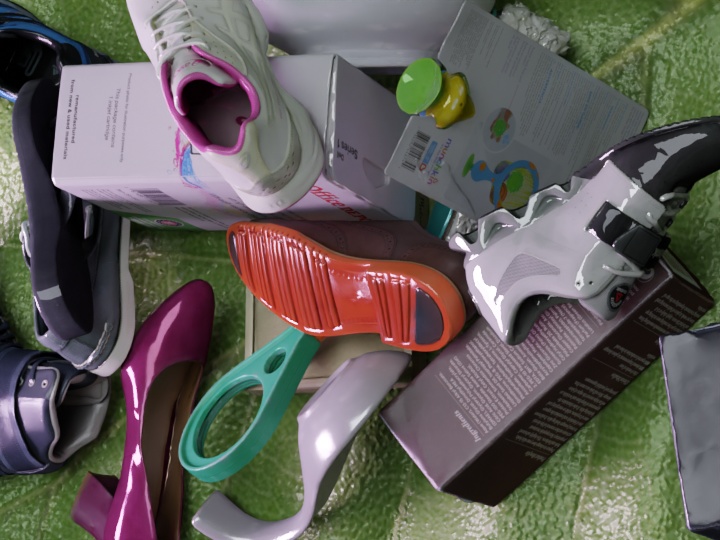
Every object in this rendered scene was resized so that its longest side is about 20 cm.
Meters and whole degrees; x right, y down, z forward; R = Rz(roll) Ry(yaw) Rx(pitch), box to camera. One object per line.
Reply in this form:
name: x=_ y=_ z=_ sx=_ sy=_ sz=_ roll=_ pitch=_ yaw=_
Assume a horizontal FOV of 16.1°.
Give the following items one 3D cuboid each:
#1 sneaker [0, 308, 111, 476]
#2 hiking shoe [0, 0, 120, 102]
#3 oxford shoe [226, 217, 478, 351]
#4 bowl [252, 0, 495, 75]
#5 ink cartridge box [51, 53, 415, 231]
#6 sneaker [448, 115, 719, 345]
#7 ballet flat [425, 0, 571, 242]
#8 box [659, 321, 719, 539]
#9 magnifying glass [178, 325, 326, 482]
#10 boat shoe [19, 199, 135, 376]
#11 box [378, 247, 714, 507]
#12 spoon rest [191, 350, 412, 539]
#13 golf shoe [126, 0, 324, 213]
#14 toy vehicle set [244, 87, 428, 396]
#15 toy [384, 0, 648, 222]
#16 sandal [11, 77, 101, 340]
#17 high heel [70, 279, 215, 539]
sneaker: x=-0.245 y=0.045 z=1.765 sx=0.145 sy=0.077 sz=0.204 roll=-10 pitch=85 yaw=34
hiking shoe: x=-0.259 y=-0.161 z=1.814 sx=0.199 sy=0.087 sz=0.075 roll=18 pitch=87 yaw=26
oxford shoe: x=0.000 y=0.000 z=1.625 sx=0.199 sy=0.072 sz=0.072 roll=18 pitch=129 yaw=36
bowl: x=0.004 y=-0.174 z=1.648 sx=0.200 sy=0.201 sz=0.091 roll=-1 pitch=92 yaw=24
ink cartridge box: x=-0.078 y=-0.080 z=1.654 sx=0.199 sy=0.145 sz=0.085 roll=0 pitch=78 yaw=24
sneaker: x=0.153 y=-0.020 z=1.504 sx=0.199 sy=0.074 sz=0.089 roll=-30 pitch=68 yaw=26
ballet flat: x=0.092 y=-0.075 z=1.656 sx=0.071 sy=0.072 sz=0.201 roll=16 pitch=88 yaw=26
box: x=0.298 y=0.089 z=1.451 sx=0.196 sy=0.200 sz=0.118 roll=-13 pitch=74 yaw=22
magnifying glass: x=-0.048 y=0.056 z=1.668 sx=0.200 sy=0.022 sz=0.080 roll=-48 pitch=29 yaw=0
boat shoe: x=-0.199 y=-0.020 z=1.743 sx=0.073 sy=0.062 sz=0.201 roll=-44 pitch=43 yaw=35
box: x=0.118 y=0.055 z=1.596 sx=0.200 sy=0.100 sz=0.075 roll=-45 pitch=66 yaw=9
spoon rest: x=-0.029 y=0.121 z=1.649 sx=0.061 sy=0.099 sz=0.200 roll=43 pitch=126 yaw=-4
golf shoe: x=-0.094 y=-0.129 z=1.542 sx=0.075 sy=0.091 sz=0.200 roll=-39 pitch=63 yaw=11
toy vehicle set: x=-0.016 y=-0.019 z=1.710 sx=0.123 sy=0.026 sz=0.201 roll=-4 pitch=78 yaw=24
toy: x=0.090 y=-0.085 z=1.589 sx=0.047 sy=0.200 sz=0.116 roll=25 pitch=90 yaw=41
sandal: x=-0.192 y=-0.042 z=1.687 sx=0.043 sy=0.076 sz=0.201 roll=-19 pitch=56 yaw=11
high heel: x=-0.122 y=0.110 z=1.710 sx=0.096 sy=0.067 sz=0.201 roll=33 pitch=109 yaw=36
